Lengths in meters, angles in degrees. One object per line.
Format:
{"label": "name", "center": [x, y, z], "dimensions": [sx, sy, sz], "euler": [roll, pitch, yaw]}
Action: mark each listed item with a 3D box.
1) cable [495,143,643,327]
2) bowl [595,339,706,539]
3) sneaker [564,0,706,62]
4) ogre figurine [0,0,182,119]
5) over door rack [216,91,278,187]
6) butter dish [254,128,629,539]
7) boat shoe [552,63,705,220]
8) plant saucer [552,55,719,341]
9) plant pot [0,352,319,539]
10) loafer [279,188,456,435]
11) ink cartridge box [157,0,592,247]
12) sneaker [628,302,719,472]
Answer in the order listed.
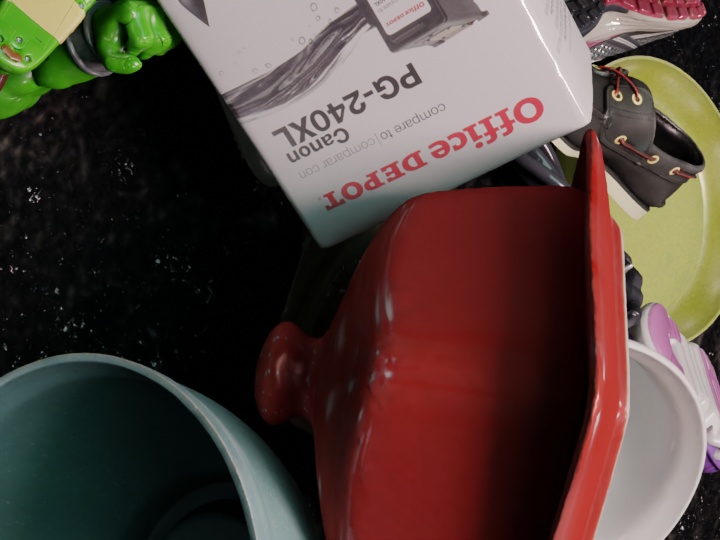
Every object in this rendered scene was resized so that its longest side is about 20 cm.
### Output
{"label": "cable", "center": [0.090, -0.052, 0.731], "dimensions": [0.051, 0.200, 0.163], "euler": [-36, 113, 9]}
{"label": "bowl", "center": [0.089, 0.097, 0.734], "dimensions": [0.199, 0.091, 0.202], "euler": [-7, 123, -11]}
{"label": "sneaker", "center": [0.141, -0.169, 0.826], "dimensions": [0.199, 0.075, 0.081], "euler": [-15, 69, -32]}
{"label": "ogre figurine", "center": [-0.191, -0.086, 0.546], "dimensions": [0.200, 0.120, 0.099], "euler": [-38, 104, -34]}
{"label": "over door rack", "center": [-0.040, -0.168, 0.699], "dimensions": [0.148, 0.066, 0.201], "euler": [-39, 109, -33]}
{"label": "butter dish", "center": [0.028, 0.055, 0.541], "dimensions": [0.200, 0.147, 0.201], "euler": [-75, 174, -55]}
{"label": "boat shoe", "center": [0.140, -0.097, 0.760], "dimensions": [0.201, 0.063, 0.074], "euler": [30, 31, -46]}
{"label": "plant saucer", "center": [0.195, -0.046, 0.886], "dimensions": [0.199, 0.031, 0.202], "euler": [4, 83, -36]}
{"label": "plant pot", "center": [-0.095, 0.147, 0.573], "dimensions": [0.134, 0.199, 0.202], "euler": [24, 70, -60]}
{"label": "loafer", "center": [0.000, 0.000, 0.713], "dimensions": [0.076, 0.067, 0.201], "euler": [35, 65, -27]}
{"label": "ink cartridge box", "center": [-0.001, -0.130, 0.570], "dimensions": [0.201, 0.145, 0.084], "euler": [57, 22, -24]}
{"label": "sneaker", "center": [0.190, 0.089, 0.848], "dimensions": [0.200, 0.088, 0.081], "euler": [38, 34, -51]}
